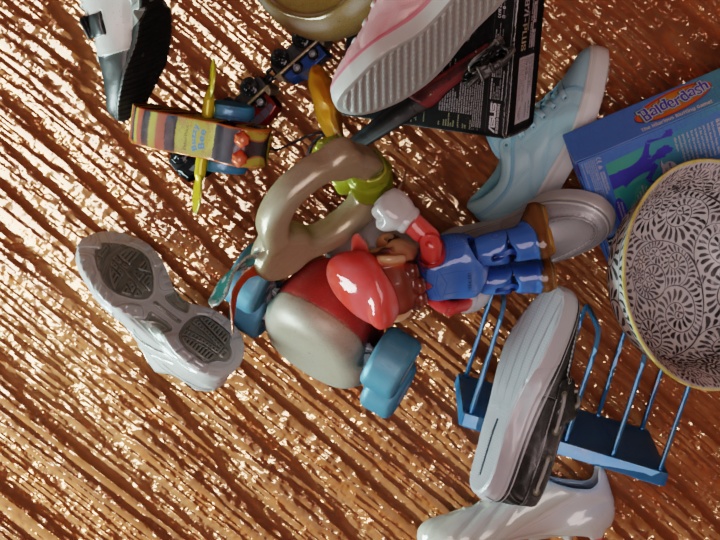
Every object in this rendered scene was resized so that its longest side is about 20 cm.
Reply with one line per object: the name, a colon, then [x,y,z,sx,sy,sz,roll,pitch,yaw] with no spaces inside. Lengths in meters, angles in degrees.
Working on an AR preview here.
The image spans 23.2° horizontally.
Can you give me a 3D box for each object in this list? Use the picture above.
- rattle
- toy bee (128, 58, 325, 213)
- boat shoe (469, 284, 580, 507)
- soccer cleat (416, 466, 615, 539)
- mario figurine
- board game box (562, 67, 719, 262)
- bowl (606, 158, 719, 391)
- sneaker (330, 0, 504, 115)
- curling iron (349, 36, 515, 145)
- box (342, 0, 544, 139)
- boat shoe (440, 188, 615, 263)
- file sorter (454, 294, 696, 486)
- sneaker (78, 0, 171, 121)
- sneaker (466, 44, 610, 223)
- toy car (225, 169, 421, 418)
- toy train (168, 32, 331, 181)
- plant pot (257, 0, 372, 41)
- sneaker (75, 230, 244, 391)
rattle: [-0.079,-0.065,1.532,0.200,0.130,0.143,-43,77,19]
toy bee: [-0.121,-0.125,1.581,0.197,0.109,0.133,-12,96,10]
boat shoe: [0.159,0.113,1.558,0.070,0.072,0.202,17,98,-24]
soccer cleat: [0.151,0.234,1.726,0.197,0.069,0.079,-6,100,-3]
mario figurine: [0.067,-0.016,1.532,0.197,0.106,0.125,-9,96,-2]
board game box: [0.298,-0.098,1.600,0.198,0.045,0.153,-22,134,4]
bowl: [0.288,0.006,1.571,0.199,0.094,0.204,2,86,-28]
sneaker: [0.040,-0.227,1.486,0.200,0.075,0.105,-42,57,20]
curling iron: [0.053,-0.150,1.525,0.199,0.050,0.026,-28,101,36]
box: [0.076,-0.231,1.569,0.162,0.086,0.203,9,106,21]
boat shoe: [0.140,-0.018,1.605,0.198,0.069,0.072,-11,128,32]
file sorter: [0.201,0.099,1.651,0.198,0.139,0.124,16,101,-2]
sneaker: [-0.225,-0.241,1.618,0.088,0.074,0.202,18,114,21]
sneaker: [0.162,-0.124,1.624,0.081,0.074,0.202,23,104,-9]
toy car: [0.000,0.000,1.644,0.183,0.177,0.201,31,76,8]
toy train: [-0.099,-0.155,1.643,0.200,0.034,0.046,-42,81,12]
plant pot: [-0.042,-0.304,1.553,0.198,0.027,0.203,10,106,37]
sneaker: [-0.203,0.049,1.685,0.200,0.100,0.078,44,59,11]
